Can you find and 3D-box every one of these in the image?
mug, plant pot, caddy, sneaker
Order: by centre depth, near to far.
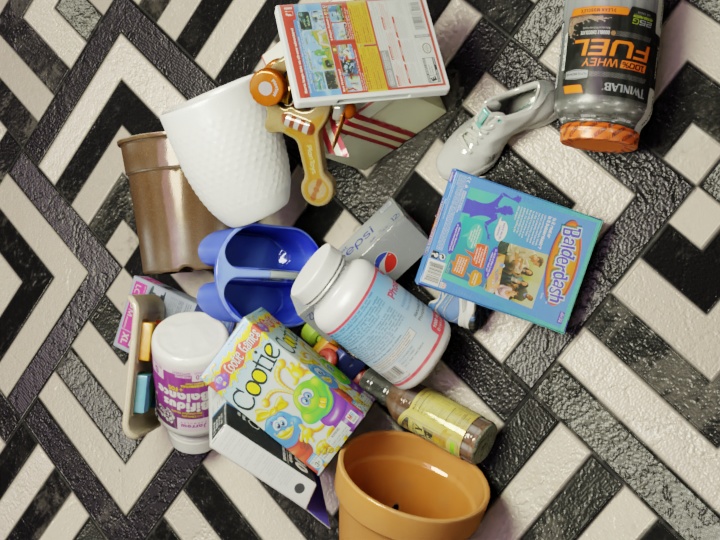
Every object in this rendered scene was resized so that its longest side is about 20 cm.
[{"bbox_3d":[0.054,0.318,1.477,0.199,0.199,0.141,26,114,30],"label":"plant pot"},{"bbox_3d":[0.169,-0.191,1.513,0.199,0.088,0.076,-35,69,23],"label":"sneaker"},{"bbox_3d":[0.137,-0.026,1.520,0.076,0.076,0.202,10,88,27],"label":"sneaker"},{"bbox_3d":[-0.161,-0.166,1.583,0.146,0.200,0.177,-15,106,28],"label":"mug"},{"bbox_3d":[-0.136,0.008,1.619,0.104,0.199,0.143,-3,85,46],"label":"caddy"},{"bbox_3d":[-0.253,-0.097,1.710,0.198,0.200,0.201,-5,89,30],"label":"plant pot"}]

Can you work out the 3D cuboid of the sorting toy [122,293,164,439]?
[{"bbox_3d":[-0.308,0.136,1.682,0.036,0.185,0.203,1,89,2],"label":"sorting toy"}]

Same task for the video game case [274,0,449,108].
[{"bbox_3d":[0.002,-0.276,1.443,0.198,0.017,0.144,-7,68,-15],"label":"video game case"}]

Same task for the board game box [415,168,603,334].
[{"bbox_3d":[0.186,-0.025,1.451,0.198,0.045,0.154,19,94,-3],"label":"board game box"}]

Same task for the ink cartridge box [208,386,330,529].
[{"bbox_3d":[-0.114,0.232,1.533,0.199,0.198,0.043,39,97,-17],"label":"ink cartridge box"}]

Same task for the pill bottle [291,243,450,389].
[{"bbox_3d":[0.012,0.057,1.497,0.199,0.109,0.109,38,108,-15],"label":"pill bottle"}]

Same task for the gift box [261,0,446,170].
[{"bbox_3d":[-0.002,-0.249,1.567,0.184,0.186,0.201,-38,66,22],"label":"gift box"}]

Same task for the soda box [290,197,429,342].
[{"bbox_3d":[0.000,0.000,1.574,0.200,0.068,0.064,-44,30,8],"label":"soda box"}]

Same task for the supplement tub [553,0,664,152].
[{"bbox_3d":[0.303,-0.253,1.419,0.121,0.122,0.203,5,87,31],"label":"supplement tub"}]

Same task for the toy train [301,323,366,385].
[{"bbox_3d":[-0.042,0.109,1.623,0.200,0.084,0.116,-48,46,11],"label":"toy train"}]

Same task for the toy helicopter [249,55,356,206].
[{"bbox_3d":[-0.058,-0.182,1.480,0.131,0.079,0.202,-6,109,14],"label":"toy helicopter"}]

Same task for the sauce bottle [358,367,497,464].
[{"bbox_3d":[0.086,0.189,1.537,0.199,0.064,0.065,26,98,33],"label":"sauce bottle"}]

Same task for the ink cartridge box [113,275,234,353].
[{"bbox_3d":[-0.290,0.095,1.790,0.199,0.042,0.121,21,96,30],"label":"ink cartridge box"}]

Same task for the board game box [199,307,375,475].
[{"bbox_3d":[-0.093,0.155,1.515,0.199,0.105,0.103,38,100,3],"label":"board game box"}]

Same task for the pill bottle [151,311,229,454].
[{"bbox_3d":[-0.242,0.168,1.668,0.112,0.112,0.202,31,136,30],"label":"pill bottle"}]
